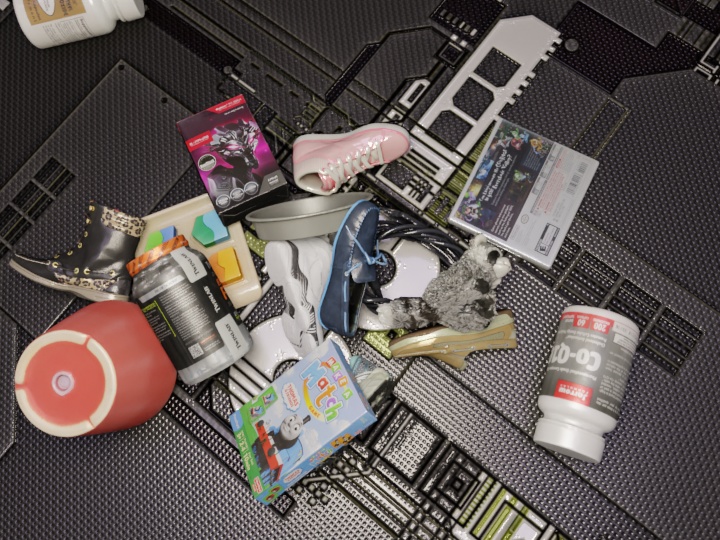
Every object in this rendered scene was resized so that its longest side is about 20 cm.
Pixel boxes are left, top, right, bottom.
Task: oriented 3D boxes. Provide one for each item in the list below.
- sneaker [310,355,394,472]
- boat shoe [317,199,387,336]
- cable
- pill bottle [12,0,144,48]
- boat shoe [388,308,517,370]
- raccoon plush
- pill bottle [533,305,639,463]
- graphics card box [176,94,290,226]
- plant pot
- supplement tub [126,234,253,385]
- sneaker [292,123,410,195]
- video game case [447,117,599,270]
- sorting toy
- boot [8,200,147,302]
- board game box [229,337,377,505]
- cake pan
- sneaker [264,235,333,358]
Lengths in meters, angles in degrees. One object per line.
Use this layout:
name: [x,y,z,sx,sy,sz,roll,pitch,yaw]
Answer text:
sneaker: [-0.041,0.215,1.049,0.200,0.078,0.086,-45,58,-9]
boat shoe: [0.000,0.000,1.012,0.068,0.084,0.202,29,117,34]
cable: [0.075,0.004,1.077,0.199,0.051,0.164,31,73,-5]
pill bottle: [-0.493,-0.471,1.231,0.197,0.114,0.116,-13,74,0]
boat shoe: [0.143,0.116,1.058,0.197,0.072,0.077,-13,89,1]
raccoon plush: [0.125,0.009,1.033,0.197,0.098,0.135,3,44,4]
pill bottle: [0.322,0.163,1.005,0.113,0.114,0.202,18,76,8]
graphics card box: [-0.211,-0.184,1.153,0.124,0.051,0.201,-24,69,-8]
plant pot: [-0.386,0.147,1.003,0.198,0.177,0.203,0,91,3]
supplement tub: [-0.257,0.057,1.041,0.122,0.122,0.202,-29,96,-4]
sneaker: [-0.017,-0.172,1.125,0.197,0.076,0.106,-4,52,10]
video game case: [0.265,-0.127,1.135,0.180,0.023,0.202,26,79,10]
sorting toy: [-0.273,-0.018,1.135,0.183,0.037,0.202,-21,75,-2]
boot: [-0.448,-0.037,1.120,0.198,0.073,0.152,18,89,5]
board game box: [-0.088,0.213,1.006,0.199,0.037,0.152,-38,44,5]
cake pan: [-0.075,-0.083,1.068,0.197,0.200,0.037,-9,103,1]
sneaker: [-0.069,0.034,1.081,0.114,0.075,0.202,-25,105,-36]
